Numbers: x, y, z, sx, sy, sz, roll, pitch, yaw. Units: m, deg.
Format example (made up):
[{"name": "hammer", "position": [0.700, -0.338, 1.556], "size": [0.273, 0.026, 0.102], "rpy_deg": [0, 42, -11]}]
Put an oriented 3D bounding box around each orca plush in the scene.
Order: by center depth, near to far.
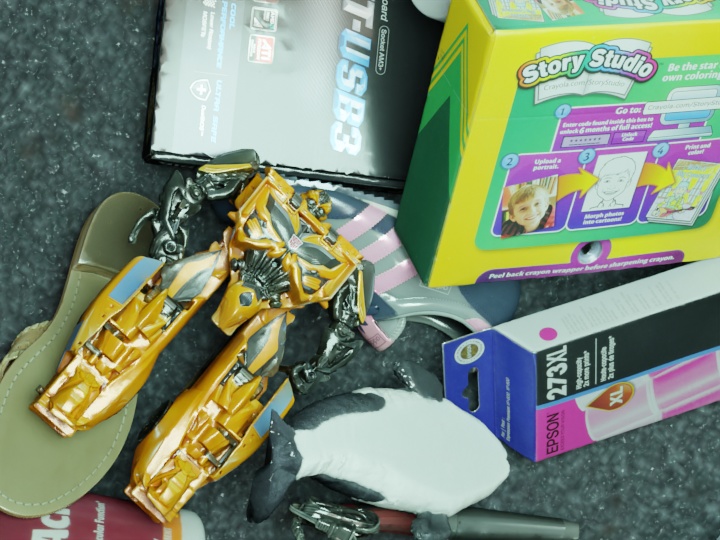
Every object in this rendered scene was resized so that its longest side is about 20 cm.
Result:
[{"name": "orca plush", "position": [-0.002, 0.115, 1.105], "size": [0.199, 0.071, 0.106], "rpy_deg": [-14, 84, -51]}]

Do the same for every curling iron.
[{"name": "curling iron", "position": [0.046, 0.154, 1.146], "size": [0.198, 0.050, 0.026], "rpy_deg": [7, 111, -32]}]

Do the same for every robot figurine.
[{"name": "robot figurine", "position": [-0.078, 0.031, 1.062], "size": [0.145, 0.058, 0.200], "rpy_deg": [42, 75, -11]}]

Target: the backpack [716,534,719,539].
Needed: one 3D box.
[{"name": "backpack", "position": [0.256, 0.239, 1.133], "size": [0.152, 0.176, 0.202], "rpy_deg": [28, 78, -7]}]

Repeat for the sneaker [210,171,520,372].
[{"name": "sneaker", "position": [0.000, 0.000, 1.142], "size": [0.198, 0.070, 0.083], "rpy_deg": [17, 80, -10]}]

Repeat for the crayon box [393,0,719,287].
[{"name": "crayon box", "position": [0.133, -0.081, 1.082], "size": [0.198, 0.059, 0.174], "rpy_deg": [-6, 132, -22]}]

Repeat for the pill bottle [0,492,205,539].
[{"name": "pill bottle", "position": [-0.192, 0.173, 1.071], "size": [0.198, 0.114, 0.116], "rpy_deg": [11, 85, -12]}]

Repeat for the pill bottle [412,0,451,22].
[{"name": "pill bottle", "position": [0.130, -0.169, 1.125], "size": [0.198, 0.115, 0.117], "rpy_deg": [11, 85, -33]}]

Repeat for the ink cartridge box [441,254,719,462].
[{"name": "ink cartridge box", "position": [0.146, 0.056, 1.165], "size": [0.198, 0.037, 0.095], "rpy_deg": [-15, 133, -11]}]

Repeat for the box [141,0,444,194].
[{"name": "box", "position": [-0.021, -0.152, 1.157], "size": [0.196, 0.050, 0.203], "rpy_deg": [7, 87, -11]}]

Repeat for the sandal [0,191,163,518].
[{"name": "sandal", "position": [-0.166, 0.057, 1.105], "size": [0.077, 0.070, 0.213], "rpy_deg": [30, 56, -17]}]
